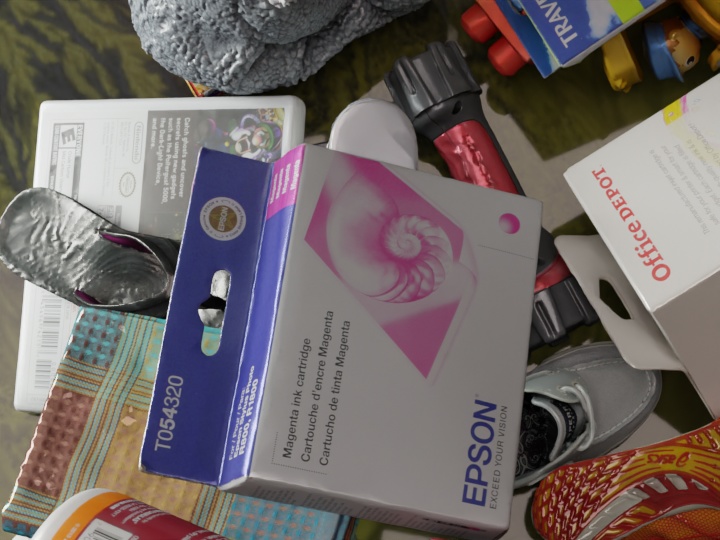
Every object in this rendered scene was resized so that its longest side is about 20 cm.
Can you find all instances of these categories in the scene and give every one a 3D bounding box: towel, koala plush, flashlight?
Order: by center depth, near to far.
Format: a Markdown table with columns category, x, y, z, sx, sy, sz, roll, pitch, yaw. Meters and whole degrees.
| category | x | y | z | sx | sy | sz | roll | pitch | yaw |
| --- | --- | --- | --- | --- | --- | --- | --- | --- | --- |
| towel | -0.089 | 0.099 | 0.994 | 0.198 | 0.022 | 0.148 | 10 | 63 | 14 |
| koala plush | -0.065 | -0.201 | 1.023 | 0.184 | 0.200 | 0.178 | -40 | 83 | -2 |
| flashlight | 0.077 | -0.045 | 1.101 | 0.068 | 0.068 | 0.201 | -25 | 83 | -20 |

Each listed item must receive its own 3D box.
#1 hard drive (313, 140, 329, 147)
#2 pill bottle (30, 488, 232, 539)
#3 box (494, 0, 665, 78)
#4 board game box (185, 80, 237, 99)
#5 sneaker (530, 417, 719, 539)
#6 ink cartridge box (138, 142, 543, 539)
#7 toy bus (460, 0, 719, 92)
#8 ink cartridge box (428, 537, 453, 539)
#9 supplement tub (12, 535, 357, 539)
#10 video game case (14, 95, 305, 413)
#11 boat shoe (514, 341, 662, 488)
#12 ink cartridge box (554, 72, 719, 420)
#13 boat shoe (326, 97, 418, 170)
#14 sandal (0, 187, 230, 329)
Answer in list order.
| category | x | y | z | sx | sy | sz | roll | pitch | yaw |
| --- | --- | --- | --- | --- | --- | --- | --- | --- | --- |
| hard drive | -0.013 | 0.021 | 1.110 | 0.134 | 0.042 | 0.202 | -11 | 80 | 2 |
| pill bottle | -0.071 | 0.193 | 0.884 | 0.199 | 0.113 | 0.114 | 20 | 82 | 21 |
| box | 0.148 | -0.209 | 1.012 | 0.199 | 0.048 | 0.122 | -33 | 89 | 25 |
| board game box | -0.090 | -0.228 | 1.153 | 0.151 | 0.046 | 0.201 | -31 | 81 | -2 |
| sneaker | 0.199 | 0.126 | 1.034 | 0.199 | 0.077 | 0.074 | -8 | 75 | 19 |
| ink cartridge box | -0.006 | 0.033 | 0.968 | 0.198 | 0.043 | 0.198 | 12 | 67 | -10 |
| toy bus | 0.167 | -0.178 | 1.096 | 0.192 | 0.136 | 0.200 | -44 | 83 | 9 |
| ink cartridge box | 0.095 | 0.231 | 0.991 | 0.143 | 0.200 | 0.147 | 8 | 82 | 2 |
| supplement tub | -0.096 | 0.202 | 1.034 | 0.198 | 0.145 | 0.147 | -12 | 80 | 2 |
| video game case | -0.126 | -0.008 | 1.107 | 0.180 | 0.023 | 0.202 | 1 | 82 | 21 |
| boat shoe | 0.105 | 0.096 | 1.052 | 0.200 | 0.071 | 0.071 | -21 | 93 | -21 |
| ink cartridge box | 0.225 | -0.023 | 1.030 | 0.199 | 0.125 | 0.129 | -32 | 44 | 8 |
| boat shoe | 0.000 | 0.000 | 1.058 | 0.070 | 0.070 | 0.202 | -1 | 91 | -9 |
| sandal | -0.144 | 0.005 | 1.072 | 0.199 | 0.048 | 0.076 | 19 | 89 | 22 |
